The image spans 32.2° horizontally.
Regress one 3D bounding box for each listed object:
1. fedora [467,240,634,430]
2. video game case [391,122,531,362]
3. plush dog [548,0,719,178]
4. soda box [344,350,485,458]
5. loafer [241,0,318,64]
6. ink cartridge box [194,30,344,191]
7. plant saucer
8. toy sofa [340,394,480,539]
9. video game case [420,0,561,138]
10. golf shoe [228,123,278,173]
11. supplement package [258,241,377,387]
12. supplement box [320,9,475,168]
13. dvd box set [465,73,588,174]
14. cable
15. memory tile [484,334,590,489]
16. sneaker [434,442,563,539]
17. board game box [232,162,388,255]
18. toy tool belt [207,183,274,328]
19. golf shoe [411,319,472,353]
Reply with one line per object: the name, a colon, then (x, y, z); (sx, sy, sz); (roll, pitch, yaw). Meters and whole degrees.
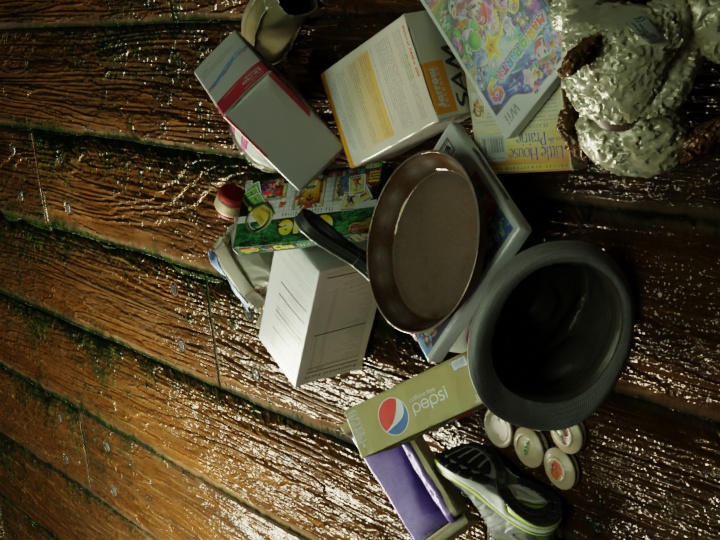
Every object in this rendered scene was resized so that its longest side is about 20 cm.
fedora: (0.191, 0.056, 1.302); (0.090, 0.176, 0.201); (-117, 36, -70)
video game case: (0.095, -0.032, 1.388); (0.200, 0.023, 0.183); (-58, 41, 31)
plush dog: (0.244, -0.159, 1.127); (0.199, 0.161, 0.172); (13, 137, 39)
soda box: (0.079, 0.157, 1.478); (0.200, 0.068, 0.064); (-29, 76, 35)
loafer: (-0.100, -0.341, 1.616); (0.068, 0.076, 0.201); (58, 143, 33)
ink cartridge box: (-0.118, -0.206, 1.578); (0.148, 0.086, 0.200); (42, -172, -31)
plant saucer: (0.076, -0.030, 1.365); (0.200, 0.034, 0.202); (-17, 69, 53)
toy sofa: (0.058, 0.257, 1.583); (0.083, 0.098, 0.200); (-37, 66, 10)
video game case: (0.142, -0.259, 1.296); (0.201, 0.018, 0.143); (61, 142, 20)
golf shoe: (-0.145, -0.233, 1.728); (0.092, 0.072, 0.201); (-37, 72, 53)
supplement package: (-0.052, 0.037, 1.662); (0.110, 0.113, 0.201); (49, 139, 38)
supplement box: (0.046, -0.210, 1.459); (0.200, 0.073, 0.127); (-21, 86, 58)
dvd box set: (0.169, -0.204, 1.321); (0.146, 0.029, 0.201); (2, 103, 54)
cable: (0.000, 0.000, 1.501); (0.050, 0.199, 0.097); (-49, 31, 29)
memory tile: (0.203, 0.139, 1.423); (0.153, 0.017, 0.201); (35, 130, 44)
sneaker: (0.158, 0.277, 1.496); (0.200, 0.074, 0.081); (34, 133, 47)
board game box: (-0.064, -0.077, 1.583); (0.199, 0.023, 0.105); (-6, 62, 24)
toy tool belt: (-0.167, -0.016, 1.805); (0.200, 0.124, 0.123); (52, 132, 31)
golf shoe: (0.129, 0.010, 1.446); (0.091, 0.075, 0.201); (26, 121, 9)
